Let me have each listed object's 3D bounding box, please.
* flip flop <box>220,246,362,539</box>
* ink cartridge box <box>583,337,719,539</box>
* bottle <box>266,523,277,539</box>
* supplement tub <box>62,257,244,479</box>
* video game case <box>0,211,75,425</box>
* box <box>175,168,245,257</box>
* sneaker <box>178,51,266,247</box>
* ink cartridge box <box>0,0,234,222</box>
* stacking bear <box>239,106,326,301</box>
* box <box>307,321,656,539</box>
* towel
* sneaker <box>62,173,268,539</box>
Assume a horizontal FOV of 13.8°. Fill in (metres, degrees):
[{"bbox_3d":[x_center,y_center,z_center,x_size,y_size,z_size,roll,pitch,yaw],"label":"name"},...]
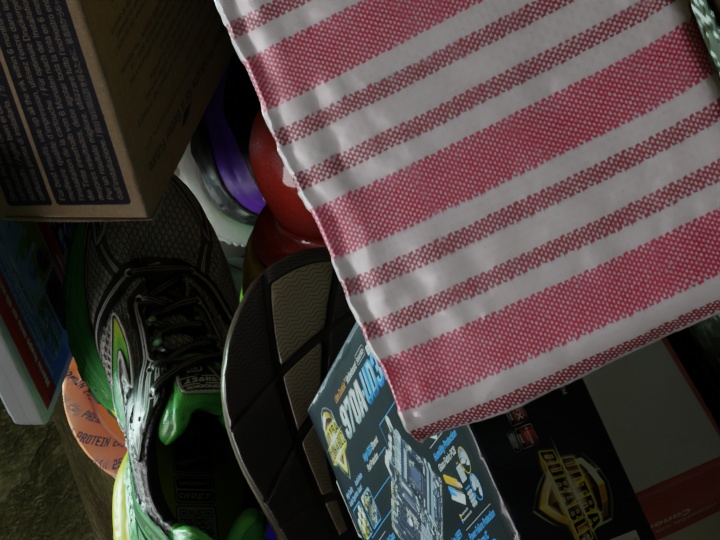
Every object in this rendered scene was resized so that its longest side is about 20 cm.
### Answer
[{"bbox_3d":[-0.002,0.086,1.201,0.058,0.081,0.200,-120,8,-73],"label":"flip flop"},{"bbox_3d":[0.083,0.084,1.143,0.200,0.067,0.117,86,159,-59],"label":"ink cartridge box"},{"bbox_3d":[0.029,0.145,1.268,0.199,0.065,0.084,14,127,22],"label":"bottle"},{"bbox_3d":[-0.066,0.054,1.476,0.123,0.122,0.200,66,-163,7],"label":"supplement tub"},{"bbox_3d":[-0.137,-0.054,1.276,0.143,0.017,0.200,70,-154,-42],"label":"video game case"},{"bbox_3d":[-0.109,-0.105,1.580,0.200,0.109,0.128,-124,16,-48],"label":"box"},{"bbox_3d":[-0.044,-0.120,1.369,0.099,0.069,0.201,-38,57,50],"label":"sneaker"},{"bbox_3d":[-0.109,-0.142,1.224,0.200,0.075,0.165,-69,-28,-50],"label":"ink cartridge box"},{"bbox_3d":[0.000,0.000,1.291,0.122,0.113,0.200,-126,22,-51],"label":"stacking bear"},{"bbox_3d":[0.044,0.088,1.045,0.200,0.046,0.159,117,131,-69],"label":"box"},{"bbox_3d":[0.040,-0.062,0.928,0.030,0.146,0.200,-18,-96,-63],"label":"towel"},{"bbox_3d":[-0.070,0.044,1.233,0.085,0.078,0.201,126,133,-61],"label":"sneaker"}]
